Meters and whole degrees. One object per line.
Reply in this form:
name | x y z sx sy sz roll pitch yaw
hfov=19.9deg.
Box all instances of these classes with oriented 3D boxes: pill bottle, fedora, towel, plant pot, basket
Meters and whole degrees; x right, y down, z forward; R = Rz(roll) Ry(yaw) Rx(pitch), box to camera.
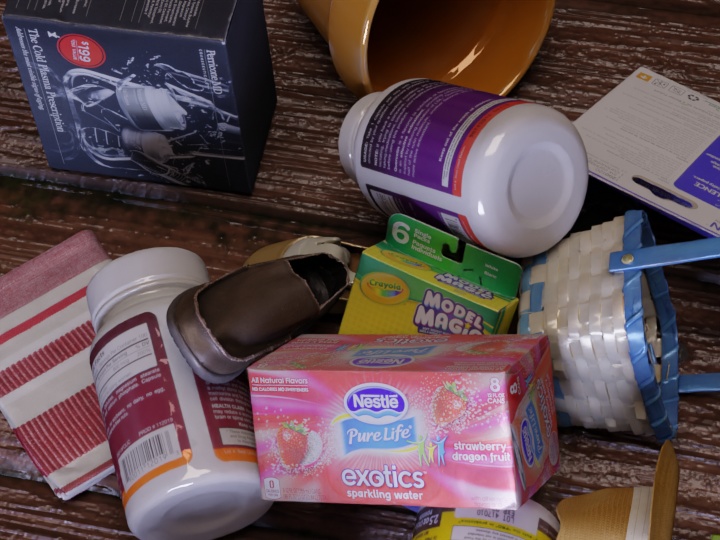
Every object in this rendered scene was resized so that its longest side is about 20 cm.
pill bottle | 0.076 0.260 1.430 0.108 0.110 0.201 7 59 9
fedora | 0.169 0.206 1.401 0.081 0.201 0.202 7 59 9
towel | -0.224 0.072 1.621 0.143 0.023 0.200 -31 63 -16
pill bottle | -0.139 0.092 1.529 0.113 0.114 0.201 -15 62 -5
plant pot | 0.031 -0.243 1.708 0.200 0.201 0.183 -35 46 -16
pill bottle | 0.071 -0.082 1.547 0.112 0.113 0.199 -42 34 -20
basket | 0.221 0.038 1.517 0.198 0.177 0.140 -1 51 16

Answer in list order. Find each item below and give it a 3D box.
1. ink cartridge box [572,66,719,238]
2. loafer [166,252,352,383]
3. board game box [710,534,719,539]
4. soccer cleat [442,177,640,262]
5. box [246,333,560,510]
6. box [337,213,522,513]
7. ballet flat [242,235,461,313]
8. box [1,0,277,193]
ink cartridge box | 0.260 -0.075 1.611 0.197 0.044 0.200 28 35 19
loafer | -0.072 0.021 1.509 0.073 0.071 0.200 55 30 1
board game box | 0.281 0.285 1.419 0.101 0.048 0.201 0 57 26
soccer cleat | 0.126 -0.048 1.654 0.198 0.065 0.084 -3 29 8
box | 0.031 0.103 1.444 0.198 0.104 0.095 0 13 25
box | 0.039 0.068 1.511 0.117 0.201 0.048 23 19 18
ballet flat | 0.000 0.000 1.622 0.198 0.063 0.069 8 59 10
box | -0.172 -0.170 1.659 0.181 0.201 0.105 7 57 9
